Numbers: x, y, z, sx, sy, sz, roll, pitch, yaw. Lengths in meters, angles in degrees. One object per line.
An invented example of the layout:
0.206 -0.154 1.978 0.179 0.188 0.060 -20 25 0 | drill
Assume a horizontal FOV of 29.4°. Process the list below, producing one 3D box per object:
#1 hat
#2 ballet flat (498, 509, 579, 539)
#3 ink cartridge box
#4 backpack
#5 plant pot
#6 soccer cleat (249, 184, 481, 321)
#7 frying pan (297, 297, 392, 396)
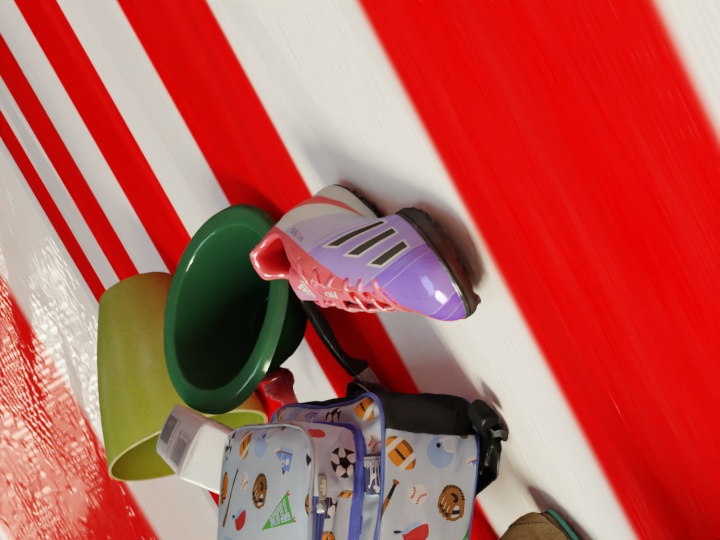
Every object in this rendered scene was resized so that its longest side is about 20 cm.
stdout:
-0.050 0.047 1.122 0.199 0.175 0.167 -2 77 53 | hat
0.138 0.219 0.785 0.200 0.072 0.068 45 159 39 | ballet flat
-0.053 0.167 1.051 0.199 0.048 0.160 27 172 -13 | ink cartridge box
-0.006 0.176 0.876 0.200 0.153 0.192 162 105 -65 | backpack
-0.225 0.110 1.567 0.187 0.186 0.201 98 153 -67 | plant pot
0.000 0.000 0.792 0.200 0.073 0.069 28 147 62 | soccer cleat
0.006 0.101 1.045 0.191 0.031 0.115 57 163 14 | frying pan
